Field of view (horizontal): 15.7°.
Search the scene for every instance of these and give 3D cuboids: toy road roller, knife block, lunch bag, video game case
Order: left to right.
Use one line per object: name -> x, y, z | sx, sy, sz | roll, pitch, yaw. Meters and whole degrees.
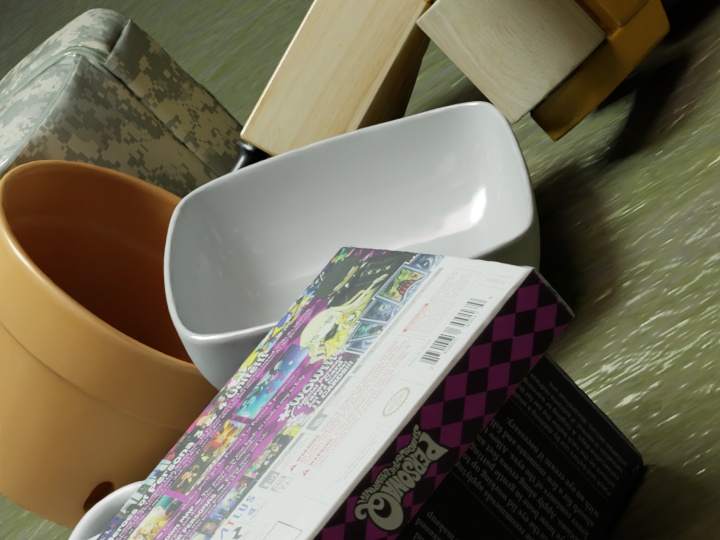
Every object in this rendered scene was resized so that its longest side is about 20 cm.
lunch bag -> -0.160, -0.041, 1.636 | 0.139, 0.200, 0.168 | -32, 23, 29
video game case -> -0.021, 0.076, 1.111 | 0.200, 0.036, 0.181 | -50, 22, -15
knife block -> -0.028, -0.089, 1.558 | 0.176, 0.064, 0.200 | -52, -13, -46
toy road roller -> 0.094, -0.147, 1.472 | 0.200, 0.123, 0.146 | -46, 3, -43

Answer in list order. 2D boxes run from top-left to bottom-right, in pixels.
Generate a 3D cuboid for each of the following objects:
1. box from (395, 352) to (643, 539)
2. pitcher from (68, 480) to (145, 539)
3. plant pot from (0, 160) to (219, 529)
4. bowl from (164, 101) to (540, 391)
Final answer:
box -> 0.008, 0.132, 1.150 | 0.148, 0.104, 0.200 | -13, 37, 52
pitcher -> -0.120, 0.176, 1.277 | 0.171, 0.121, 0.200 | -4, 37, 49
plant pot -> -0.143, 0.051, 1.468 | 0.140, 0.200, 0.200 | -58, 15, 23
bowl -> 0.000, 0.000, 1.384 | 0.199, 0.075, 0.200 | -16, 26, 3
